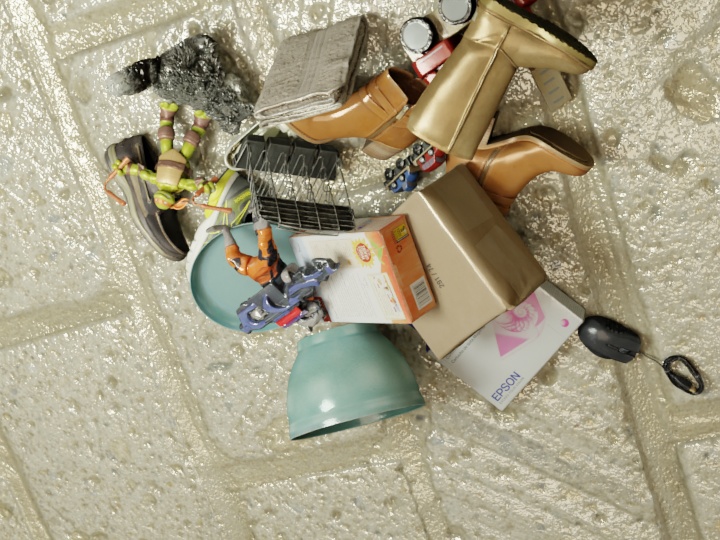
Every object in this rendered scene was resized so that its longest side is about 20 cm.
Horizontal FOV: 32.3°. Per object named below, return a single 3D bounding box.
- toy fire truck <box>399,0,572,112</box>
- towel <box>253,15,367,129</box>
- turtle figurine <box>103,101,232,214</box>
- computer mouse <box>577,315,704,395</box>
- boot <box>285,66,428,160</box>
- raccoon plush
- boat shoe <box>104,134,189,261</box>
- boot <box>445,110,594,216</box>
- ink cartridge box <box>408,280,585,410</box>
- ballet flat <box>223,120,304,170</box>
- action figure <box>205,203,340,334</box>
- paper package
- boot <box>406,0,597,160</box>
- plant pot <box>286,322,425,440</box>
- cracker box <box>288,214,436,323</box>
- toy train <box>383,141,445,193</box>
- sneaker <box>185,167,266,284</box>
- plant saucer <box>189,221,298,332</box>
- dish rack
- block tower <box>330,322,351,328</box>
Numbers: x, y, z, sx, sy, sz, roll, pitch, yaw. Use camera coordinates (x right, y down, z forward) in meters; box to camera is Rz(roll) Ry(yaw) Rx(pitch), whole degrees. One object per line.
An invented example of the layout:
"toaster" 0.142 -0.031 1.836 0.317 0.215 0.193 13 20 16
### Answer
"toy fire truck" 0.176 -0.278 1.625 0.175 0.129 0.201 -32 91 25
"towel" -0.065 -0.266 1.645 0.131 0.201 0.035 -12 128 20
"turtle figurine" -0.259 -0.152 1.782 0.198 0.064 0.163 11 79 15
"computer mouse" 0.398 0.125 1.765 0.198 0.034 0.059 27 116 3
"boot" -0.001 -0.225 1.659 0.198 0.075 0.155 15 153 -22
"raccoon plush" -0.242 -0.233 1.722 0.135 0.199 0.097 57 154 5
"boat shoe" -0.303 -0.109 1.833 0.073 0.074 0.201 -30 91 17
"boot" 0.206 -0.122 1.690 0.198 0.077 0.157 19 115 11
"ink cartridge box" 0.188 0.074 1.800 0.199 0.043 0.197 36 117 -3
"ballet flat" -0.116 -0.198 1.758 0.199 0.070 0.070 -33 101 25
"action figure" -0.103 -0.007 1.722 0.199 0.105 0.195 -25 103 33
"paper package" 0.122 -0.009 1.692 0.201 0.103 0.191 53 141 5
"boot" 0.177 -0.227 1.566 0.174 0.066 0.201 30 116 3
"plant pot" -0.020 0.151 1.760 0.198 0.200 0.136 -19 79 22
"cracker box" 0.000 0.000 1.704 0.199 0.057 0.135 -1 115 49
"toy train" 0.097 -0.160 1.701 0.200 0.034 0.046 -39 74 44
"sneaker" -0.198 -0.049 1.839 0.084 0.075 0.202 23 116 5
"plant saucer" -0.154 0.006 1.838 0.197 0.028 0.202 -5 126 -7
"dish rack" -0.086 -0.108 1.677 0.152 0.201 0.055 5 130 -18
"block tower" -0.018 0.049 1.840 0.053 0.058 0.202 -5 109 18
